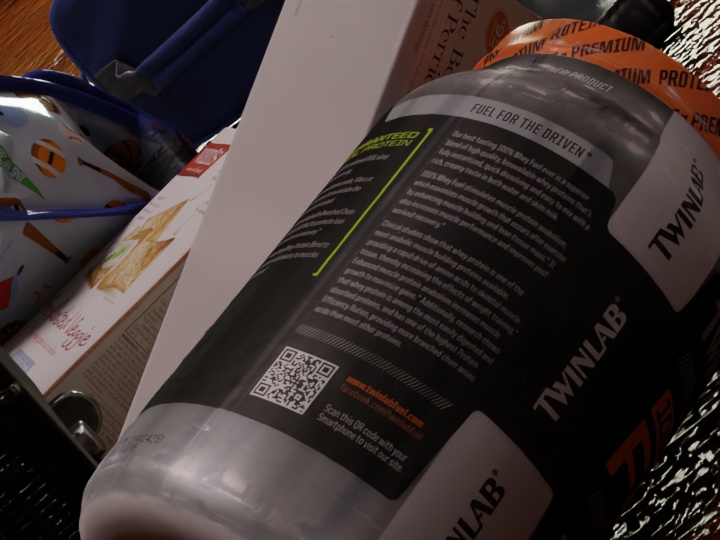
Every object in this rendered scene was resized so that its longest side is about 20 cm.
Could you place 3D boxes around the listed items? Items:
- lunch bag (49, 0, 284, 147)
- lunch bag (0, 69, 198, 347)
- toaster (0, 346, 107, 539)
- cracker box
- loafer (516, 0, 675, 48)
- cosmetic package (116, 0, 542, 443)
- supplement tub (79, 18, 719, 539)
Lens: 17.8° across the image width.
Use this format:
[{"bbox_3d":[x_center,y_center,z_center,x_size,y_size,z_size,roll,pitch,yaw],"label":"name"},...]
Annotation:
[{"bbox_3d":[-0.093,-0.170,1.396,0.200,0.136,0.132,-36,17,24],"label":"lunch bag"},{"bbox_3d":[-0.189,-0.010,1.167,0.170,0.124,0.200,-49,-23,25],"label":"lunch bag"},{"bbox_3d":[-0.203,0.096,0.912,0.200,0.181,0.119,-42,13,-1],"label":"toaster"},{"bbox_3d":[-0.098,0.023,1.060,0.200,0.058,0.134,-45,16,-8],"label":"cracker box"},{"bbox_3d":[0.074,-0.113,0.975,0.068,0.070,0.201,-43,16,-1],"label":"loafer"},{"bbox_3d":[-0.011,-0.004,0.733,0.051,0.082,0.201,21,91,28],"label":"cosmetic package"},{"bbox_3d":[0.025,0.030,0.639,0.200,0.123,0.122,-52,19,-28],"label":"supplement tub"}]
